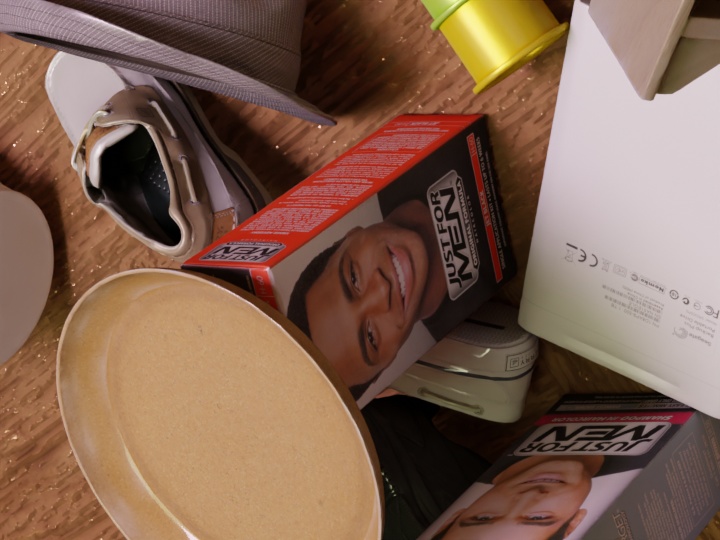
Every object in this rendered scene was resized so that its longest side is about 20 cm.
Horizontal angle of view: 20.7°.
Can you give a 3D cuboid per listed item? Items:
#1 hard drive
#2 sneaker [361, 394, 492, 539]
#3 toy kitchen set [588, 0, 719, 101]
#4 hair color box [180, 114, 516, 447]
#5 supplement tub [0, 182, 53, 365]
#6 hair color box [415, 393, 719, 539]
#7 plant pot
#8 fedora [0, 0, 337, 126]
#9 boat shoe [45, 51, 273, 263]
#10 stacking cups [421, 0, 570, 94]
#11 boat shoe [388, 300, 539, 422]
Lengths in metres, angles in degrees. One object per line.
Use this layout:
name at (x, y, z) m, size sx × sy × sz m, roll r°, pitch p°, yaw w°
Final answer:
hard drive at (0.155, -0.032, 1.012) m, size 0.132 × 0.027 × 0.201 m, roll 25°, pitch 129°, yaw 24°
sneaker at (0.053, 0.148, 1.110) m, size 0.200 × 0.091 × 0.076 m, roll 61°, pitch 141°, yaw 23°
toy kitchen set at (0.218, -0.149, 0.863) m, size 0.200 × 0.180 × 0.164 m, roll -112°, pitch 33°, yaw -45°
hair color box at (0.000, 0.000, 1.029) m, size 0.061 × 0.200 × 0.102 m, roll 3°, pitch 118°, yaw 37°
supplement tub at (-0.317, -0.016, 1.303) m, size 0.199 × 0.145 × 0.145 m, roll 16°, pitch 124°, yaw 30°
hair color box at (0.107, 0.134, 1.025) m, size 0.099 × 0.200 × 0.061 m, roll -5°, pitch 112°, yaw 39°
plant pot at (-0.066, 0.084, 0.972) m, size 0.200 × 0.027 × 0.201 m, roll 20°, pitch 127°, yaw 28°
fedora at (-0.097, -0.148, 1.073) m, size 0.199 × 0.177 × 0.091 m, roll 15°, pitch 91°, yaw 7°
boat shoe at (-0.130, -0.073, 1.147) m, size 0.200 × 0.068 × 0.075 m, roll 41°, pitch 117°, yaw 33°
stacking cups at (0.028, -0.189, 1.003) m, size 0.060 × 0.060 × 0.200 m, roll -36°, pitch 86°, yaw 44°
boat shoe at (0.006, 0.040, 1.136) m, size 0.199 × 0.074 × 0.067 m, roll 19°, pitch 124°, yaw 27°
